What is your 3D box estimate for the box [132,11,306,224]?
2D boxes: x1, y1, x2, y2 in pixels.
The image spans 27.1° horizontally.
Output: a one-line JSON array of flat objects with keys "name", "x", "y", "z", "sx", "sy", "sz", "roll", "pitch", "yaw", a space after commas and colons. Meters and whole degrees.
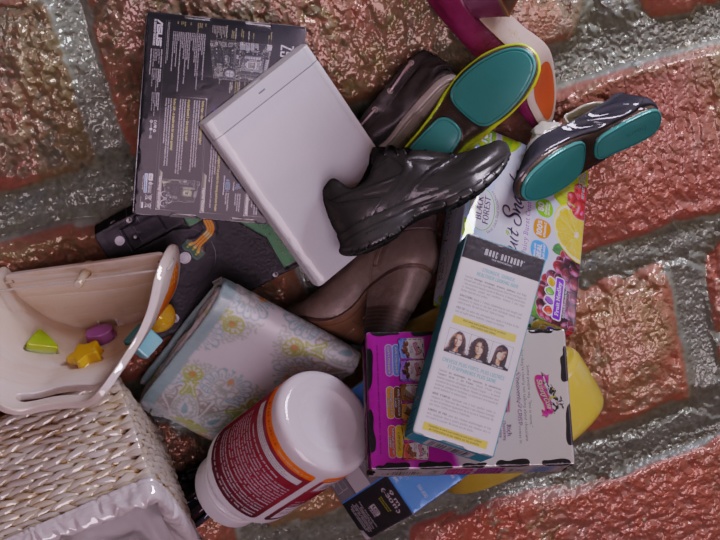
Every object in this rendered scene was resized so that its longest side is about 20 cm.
[{"name": "box", "x": -0.142, "y": -0.150, "z": 1.491, "sx": 0.160, "sy": 0.044, "sz": 0.201, "roll": 3, "pitch": 95, "yaw": -10}]

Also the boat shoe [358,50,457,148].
[{"name": "boat shoe", "x": 0.021, "y": -0.144, "z": 1.554, "sx": 0.200, "sy": 0.057, "sz": 0.067, "roll": -44, "pitch": 151, "yaw": 10}]

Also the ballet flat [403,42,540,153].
[{"name": "ballet flat", "x": 0.107, "y": -0.156, "z": 1.526, "sx": 0.067, "sy": 0.067, "sz": 0.200, "roll": 45, "pitch": 108, "yaw": 5}]

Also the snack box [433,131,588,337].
[{"name": "snack box", "x": 0.158, "y": -0.036, "z": 1.547, "sx": 0.142, "sy": 0.201, "sz": 0.053, "roll": 19, "pitch": 148, "yaw": -16}]

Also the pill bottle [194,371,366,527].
[{"name": "pill bottle", "x": -0.087, "y": 0.191, "z": 1.536, "sx": 0.113, "sy": 0.113, "sz": 0.200, "roll": 32, "pitch": 137, "yaw": -19}]

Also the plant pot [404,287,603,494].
[{"name": "plant pot", "x": 0.129, "y": 0.107, "z": 1.596, "sx": 0.200, "sy": 0.201, "sz": 0.189, "roll": -31, "pitch": 97, "yaw": 2}]

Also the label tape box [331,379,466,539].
[{"name": "label tape box", "x": 0.023, "y": 0.188, "z": 1.570, "sx": 0.063, "sy": 0.200, "sz": 0.144, "roll": -31, "pitch": 83, "yaw": -30}]

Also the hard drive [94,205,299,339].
[{"name": "hard drive", "x": -0.158, "y": -0.033, "z": 1.564, "sx": 0.200, "sy": 0.038, "sz": 0.140, "roll": -29, "pitch": 112, "yaw": 2}]

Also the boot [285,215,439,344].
[{"name": "boot", "x": 0.000, "y": 0.000, "z": 1.577, "sx": 0.070, "sy": 0.200, "sz": 0.147, "roll": 31, "pitch": 67, "yaw": -46}]

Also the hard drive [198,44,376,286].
[{"name": "hard drive", "x": -0.050, "y": -0.103, "z": 1.479, "sx": 0.132, "sy": 0.027, "sz": 0.200, "roll": -40, "pitch": 109, "yaw": -13}]

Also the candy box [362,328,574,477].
[{"name": "candy box", "x": 0.103, "y": 0.130, "z": 1.468, "sx": 0.199, "sy": 0.061, "sz": 0.137, "roll": -1, "pitch": 75, "yaw": -4}]

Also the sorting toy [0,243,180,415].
[{"name": "sorting toy", "x": -0.280, "y": 0.074, "z": 1.479, "sx": 0.199, "sy": 0.180, "sz": 0.107, "roll": -7, "pitch": 124, "yaw": 16}]

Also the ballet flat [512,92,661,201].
[{"name": "ballet flat", "x": 0.223, "y": -0.134, "z": 1.562, "sx": 0.200, "sy": 0.073, "sz": 0.073, "roll": -28, "pitch": 114, "yaw": -22}]

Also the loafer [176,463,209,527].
[{"name": "loafer", "x": -0.214, "y": 0.262, "z": 1.647, "sx": 0.200, "sy": 0.072, "sz": 0.063, "roll": -40, "pitch": 108, "yaw": 8}]

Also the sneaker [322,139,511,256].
[{"name": "sneaker", "x": 0.055, "y": -0.090, "z": 1.466, "sx": 0.200, "sy": 0.076, "sz": 0.091, "roll": -26, "pitch": 86, "yaw": -14}]

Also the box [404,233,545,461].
[{"name": "box", "x": 0.108, "y": 0.073, "z": 1.422, "sx": 0.082, "sy": 0.049, "sz": 0.201, "roll": 18, "pitch": 75, "yaw": -5}]

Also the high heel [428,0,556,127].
[{"name": "high heel", "x": 0.138, "y": -0.229, "z": 1.554, "sx": 0.067, "sy": 0.096, "sz": 0.200, "roll": -53, "pitch": 134, "yaw": -34}]

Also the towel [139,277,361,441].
[{"name": "towel", "x": -0.122, "y": 0.110, "z": 1.585, "sx": 0.171, "sy": 0.048, "sz": 0.200, "roll": 27, "pitch": 127, "yaw": -20}]

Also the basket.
[{"name": "basket", "x": -0.286, "y": 0.234, "z": 1.533, "sx": 0.199, "sy": 0.161, "sz": 0.198, "roll": -21, "pitch": 150, "yaw": -1}]
